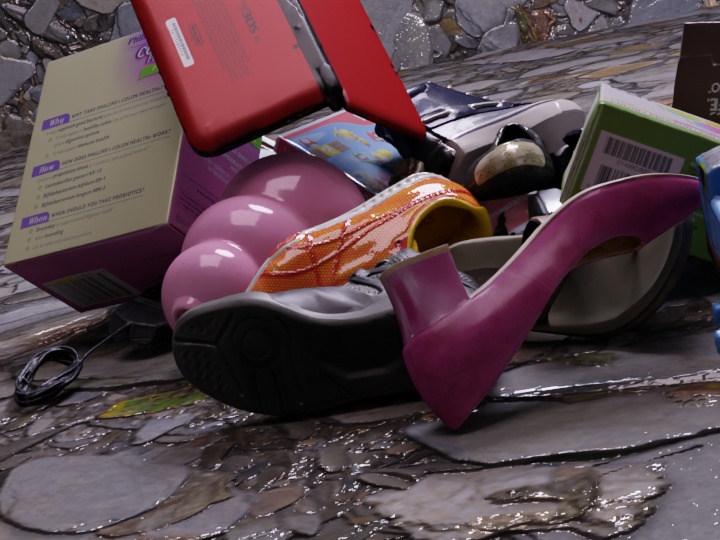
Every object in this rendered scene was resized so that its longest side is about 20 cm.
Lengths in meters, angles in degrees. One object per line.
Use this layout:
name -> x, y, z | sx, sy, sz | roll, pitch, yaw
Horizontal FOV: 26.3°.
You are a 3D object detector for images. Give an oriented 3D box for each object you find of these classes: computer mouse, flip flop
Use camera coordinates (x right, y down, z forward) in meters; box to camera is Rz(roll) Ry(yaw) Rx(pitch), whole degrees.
computer mouse -> -0.181, 0.058, 1.145 | 0.058, 0.034, 0.200 | 18, 33, 33
flip flop -> 0.113, -0.004, 0.950 | 0.199, 0.081, 0.058 | -5, -28, 42

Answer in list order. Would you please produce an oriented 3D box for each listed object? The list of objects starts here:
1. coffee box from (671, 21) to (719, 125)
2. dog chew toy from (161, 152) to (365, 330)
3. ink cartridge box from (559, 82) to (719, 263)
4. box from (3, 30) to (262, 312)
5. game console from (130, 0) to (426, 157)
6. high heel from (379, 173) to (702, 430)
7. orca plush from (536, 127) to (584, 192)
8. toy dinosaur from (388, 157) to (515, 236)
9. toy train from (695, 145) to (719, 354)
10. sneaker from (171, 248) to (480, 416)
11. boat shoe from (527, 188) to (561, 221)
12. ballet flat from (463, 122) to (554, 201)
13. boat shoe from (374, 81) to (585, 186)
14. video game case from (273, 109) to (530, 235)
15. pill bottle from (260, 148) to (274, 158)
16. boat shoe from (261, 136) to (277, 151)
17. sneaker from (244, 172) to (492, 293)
coffee box -> 0.324, -0.122, 1.118 | 0.113, 0.080, 0.200 | 7, -1, 41
dog chew toy -> -0.073, -0.006, 1.117 | 0.124, 0.125, 0.200 | -5, 22, 32
ink cartridge box -> 0.219, -0.071, 1.050 | 0.147, 0.076, 0.200 | 20, 17, 4
box -> -0.180, -0.086, 1.259 | 0.175, 0.201, 0.097 | -13, -32, 32
game console -> -0.068, -0.168, 1.202 | 0.172, 0.200, 0.119 | -25, -31, -1
high heel -> 0.115, 0.013, 0.852 | 0.199, 0.096, 0.067 | -18, -16, -16
orca plush -> 0.220, -0.059, 1.240 | 0.199, 0.071, 0.105 | 7, -25, 32
toy dinosaur -> 0.068, -0.018, 1.132 | 0.088, 0.048, 0.200 | -6, 34, -1
toy train -> 0.217, -0.003, 0.780 | 0.086, 0.115, 0.200 | -11, 11, 10
sneaker -> -0.011, 0.037, 0.947 | 0.198, 0.077, 0.114 | -8, 11, 9
boat shoe -> 0.154, -0.029, 1.083 | 0.062, 0.072, 0.200 | -8, 11, 3
ballet flat -> 0.106, -0.082, 1.131 | 0.066, 0.057, 0.200 | -11, 2, 6
boat shoe -> 0.101, -0.126, 1.286 | 0.200, 0.075, 0.093 | -18, 55, -46
video game case -> 0.046, -0.073, 1.264 | 0.200, 0.018, 0.143 | 32, 32, 20
pill bottle -> -0.114, -0.044, 1.330 | 0.199, 0.115, 0.114 | -4, 15, 36
boat shoe -> -0.074, -0.093, 1.411 | 0.199, 0.068, 0.072 | 22, -29, -5
sneaker -> 0.000, 0.000, 1.042 | 0.200, 0.073, 0.077 | -36, 37, -13
